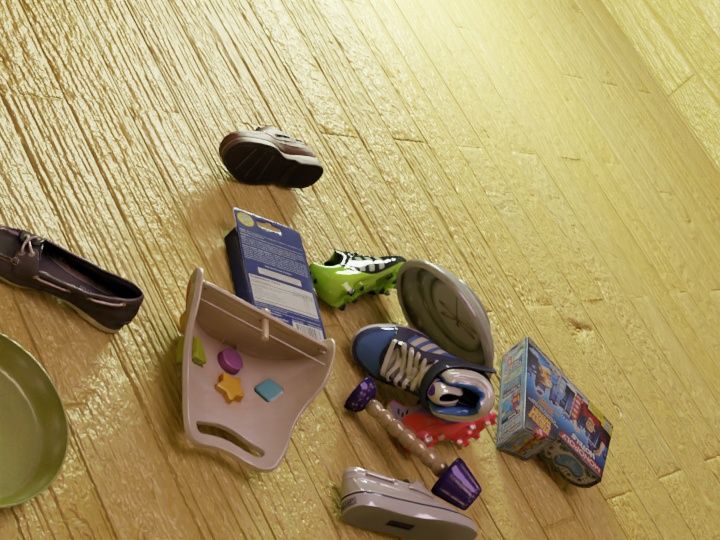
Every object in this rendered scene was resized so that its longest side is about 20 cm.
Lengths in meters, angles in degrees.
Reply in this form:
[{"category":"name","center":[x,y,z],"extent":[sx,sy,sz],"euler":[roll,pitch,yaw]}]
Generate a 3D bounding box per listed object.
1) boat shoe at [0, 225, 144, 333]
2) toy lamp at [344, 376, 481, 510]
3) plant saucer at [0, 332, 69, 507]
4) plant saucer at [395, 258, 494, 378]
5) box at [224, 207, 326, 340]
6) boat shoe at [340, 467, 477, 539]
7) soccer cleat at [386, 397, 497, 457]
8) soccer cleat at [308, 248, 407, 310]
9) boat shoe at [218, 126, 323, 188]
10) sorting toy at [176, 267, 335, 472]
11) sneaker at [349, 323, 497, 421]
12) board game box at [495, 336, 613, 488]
[{"category":"boat shoe","center":[-0.323,-0.003,1.284],"extent":[0.199,0.057,0.067],"euler":[32,35,-26]},{"category":"toy lamp","center":[0.067,0.219,1.495],"extent":[0.200,0.058,0.058],"euler":[42,29,16]},{"category":"plant saucer","center":[-0.365,0.135,1.107],"extent":[0.199,0.031,0.201],"euler":[31,36,-25]},{"category":"plant saucer","center":[0.127,0.065,1.645],"extent":[0.050,0.200,0.201],"euler":[-31,79,-23]},{"category":"box","center":[-0.111,0.018,1.549],"extent":[0.120,0.032,0.202],"euler":[20,43,-39]},{"category":"boat shoe","center":[0.061,0.281,1.438],"extent":[0.199,0.073,0.066],"euler":[26,42,-34]},{"category":"soccer cleat","center":[0.113,0.197,1.608],"extent":[0.199,0.067,0.077],"euler":[-5,54,-50]},{"category":"soccer cleat","center":[0.000,0.000,1.682],"extent":[0.081,0.068,0.199],"euler":[44,29,19]},{"category":"boat shoe","center":[-0.137,-0.165,1.692],"extent":[0.199,0.072,0.068],"euler":[15,39,-56]},{"category":"sorting toy","center":[-0.138,0.129,1.343],"extent":[0.199,0.107,0.182],"euler":[30,43,-28]},{"category":"sneaker","center":[0.079,0.131,1.532],"extent":[0.198,0.081,0.146],"euler":[23,4,0]},{"category":"board game box","center":[0.276,0.230,1.774],"extent":[0.200,0.062,0.200],"euler":[46,32,-5]}]
